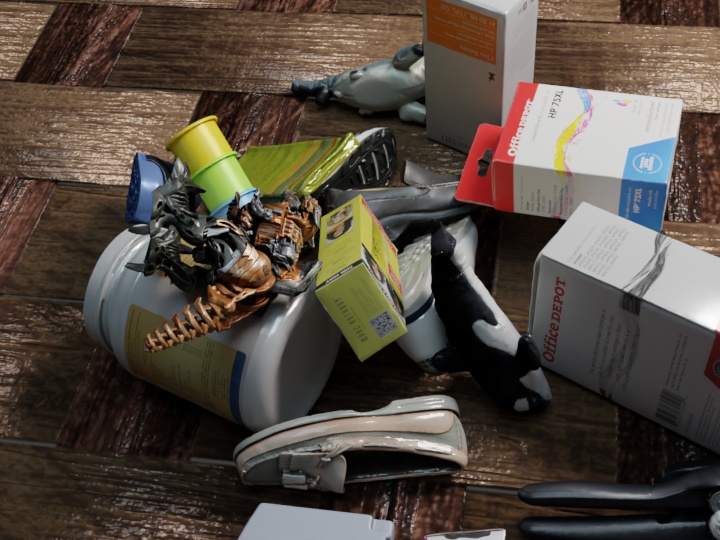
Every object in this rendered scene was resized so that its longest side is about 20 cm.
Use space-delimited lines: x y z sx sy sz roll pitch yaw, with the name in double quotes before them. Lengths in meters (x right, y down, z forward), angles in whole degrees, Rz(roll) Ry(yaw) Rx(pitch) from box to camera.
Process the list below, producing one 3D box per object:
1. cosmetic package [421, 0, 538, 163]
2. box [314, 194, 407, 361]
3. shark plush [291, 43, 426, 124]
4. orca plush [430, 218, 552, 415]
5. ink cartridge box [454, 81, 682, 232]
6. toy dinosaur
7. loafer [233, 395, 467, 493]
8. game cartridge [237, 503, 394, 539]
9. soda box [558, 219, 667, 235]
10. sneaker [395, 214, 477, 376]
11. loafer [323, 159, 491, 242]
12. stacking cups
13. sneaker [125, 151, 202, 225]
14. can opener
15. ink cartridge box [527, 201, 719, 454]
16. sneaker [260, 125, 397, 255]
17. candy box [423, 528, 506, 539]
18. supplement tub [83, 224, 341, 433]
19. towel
"cosmetic package" 0.125 -0.219 1.071 0.101 0.201 0.071 25 56 26
"box" 0.000 0.000 0.892 0.050 0.076 0.200 -31 16 10
"shark plush" 0.018 -0.213 1.195 0.198 0.091 0.083 -13 25 22
"orca plush" 0.092 0.058 0.853 0.071 0.201 0.105 -39 39 -12
"ink cartridge box" 0.196 -0.113 0.965 0.198 0.068 0.117 10 52 17
"toy dinosaur" -0.106 -0.012 0.798 0.135 0.103 0.200 30 26 8
"loafer" -0.006 0.156 0.851 0.198 0.072 0.063 -11 56 -8
"game cartridge" -0.052 0.278 0.769 0.132 0.041 0.201 7 50 7
"soda box" 0.235 -0.070 1.015 0.063 0.071 0.201 -14 49 -7
"sneaker" 0.075 0.018 0.963 0.076 0.081 0.200 -27 18 35
"loafer" 0.059 -0.078 1.021 0.198 0.073 0.073 -20 94 -10
"stacking cups" -0.111 -0.051 0.979 0.060 0.060 0.201 -32 88 -21
"sneaker" -0.193 -0.080 1.016 0.077 0.071 0.200 9 9 -14
"can opener" 0.225 0.193 0.807 0.198 0.079 0.064 -8 87 4
"ink cartridge box" 0.251 0.049 0.860 0.199 0.148 0.083 27 55 25
"sneaker" -0.038 -0.097 1.070 0.200 0.074 0.079 -38 43 -27
"candy box" 0.081 0.296 0.671 0.060 0.137 0.201 -6 48 3
"supplement tub" -0.131 0.047 0.904 0.199 0.145 0.145 21 54 22
"towel" -0.088 -0.106 1.049 0.086 0.018 0.199 -46 27 -26
